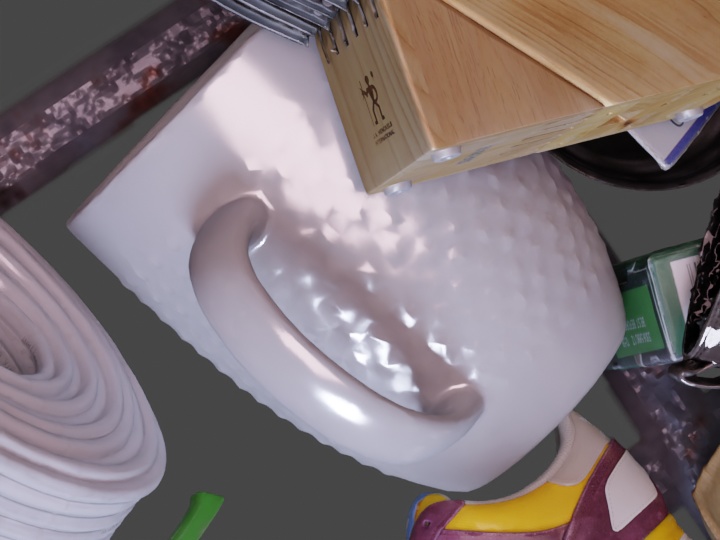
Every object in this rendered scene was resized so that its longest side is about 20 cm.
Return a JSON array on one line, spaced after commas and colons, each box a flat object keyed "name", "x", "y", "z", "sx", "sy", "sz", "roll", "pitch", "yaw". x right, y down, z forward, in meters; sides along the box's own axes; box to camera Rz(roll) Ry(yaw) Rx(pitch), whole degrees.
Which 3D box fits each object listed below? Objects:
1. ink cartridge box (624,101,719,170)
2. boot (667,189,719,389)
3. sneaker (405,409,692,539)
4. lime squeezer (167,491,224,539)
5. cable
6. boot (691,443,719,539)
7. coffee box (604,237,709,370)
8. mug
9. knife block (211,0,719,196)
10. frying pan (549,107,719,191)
[{"name": "ink cartridge box", "x": 0.082, "y": -0.159, "z": 0.955, "sx": 0.200, "sy": 0.043, "sz": 0.196, "roll": 46, "pitch": 56, "yaw": -7}, {"name": "boot", "x": 0.211, "y": -0.028, "z": 0.884, "sx": 0.174, "sy": 0.069, "sz": 0.200, "roll": 22, "pitch": 88, "yaw": -7}, {"name": "sneaker", "x": 0.030, "y": 0.137, "z": 0.981, "sx": 0.200, "sy": 0.075, "sz": 0.090, "roll": -37, "pitch": 84, "yaw": -13}, {"name": "lime squeezer", "x": -0.085, "y": 0.167, "z": 0.933, "sx": 0.038, "sy": 0.071, "sz": 0.200, "roll": -23, "pitch": 54, "yaw": 31}, {"name": "cable", "x": -0.156, "y": 0.025, "z": 0.895, "sx": 0.069, "sy": 0.200, "sz": 0.200, "roll": -46, "pitch": 134, "yaw": 14}, {"name": "boot", "x": 0.196, "y": 0.165, "z": 0.980, "sx": 0.066, "sy": 0.175, "sz": 0.200, "roll": -23, "pitch": 65, "yaw": -26}, {"name": "coffee box", "x": 0.193, "y": -0.007, "z": 0.975, "sx": 0.200, "sy": 0.123, "sz": 0.044, "roll": -15, "pitch": 88, "yaw": -9}, {"name": "mug", "x": 0.000, "y": 0.000, "z": 0.917, "sx": 0.175, "sy": 0.200, "sz": 0.148, "roll": 44, "pitch": 114, "yaw": -7}, {"name": "knife block", "x": 0.028, "y": -0.122, "z": 0.852, "sx": 0.200, "sy": 0.064, "sz": 0.176, "roll": -15, "pitch": 84, "yaw": -22}, {"name": "frying pan", "x": 0.101, "y": -0.121, "z": 1.013, "sx": 0.115, "sy": 0.031, "sz": 0.190, "roll": -7, "pitch": 76, "yaw": -13}]
